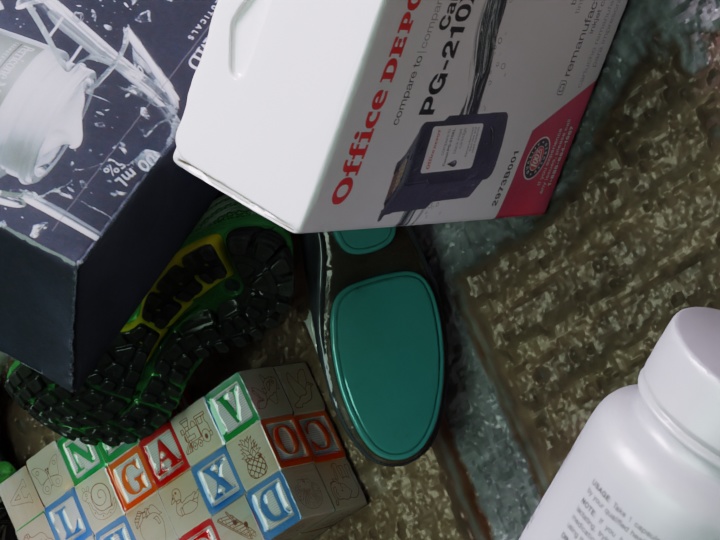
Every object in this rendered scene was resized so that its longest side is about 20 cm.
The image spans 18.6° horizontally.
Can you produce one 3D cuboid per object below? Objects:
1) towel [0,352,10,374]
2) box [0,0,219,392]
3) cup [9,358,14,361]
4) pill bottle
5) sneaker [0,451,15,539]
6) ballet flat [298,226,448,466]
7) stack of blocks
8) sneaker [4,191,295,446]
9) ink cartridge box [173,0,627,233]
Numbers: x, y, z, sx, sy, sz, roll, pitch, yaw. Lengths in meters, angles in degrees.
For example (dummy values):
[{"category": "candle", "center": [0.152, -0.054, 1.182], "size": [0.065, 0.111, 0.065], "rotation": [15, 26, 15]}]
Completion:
[{"category": "towel", "center": [-0.249, -0.023, 1.159], "size": [0.200, 0.034, 0.133], "rotation": [39, 95, -15]}, {"category": "box", "center": [-0.167, -0.084, 1.056], "size": [0.196, 0.200, 0.124], "rotation": [28, 149, 8]}, {"category": "cup", "center": [-0.266, -0.045, 1.253], "size": [0.200, 0.143, 0.201], "rotation": [1, 91, 48]}, {"category": "pill bottle", "center": [0.136, 0.124, 0.996], "size": [0.113, 0.113, 0.200], "rotation": [40, 117, 28]}, {"category": "sneaker", "center": [-0.244, 0.157, 1.305], "size": [0.085, 0.078, 0.201], "rotation": [-12, 86, 37]}, {"category": "ballet flat", "center": [0.000, 0.000, 1.126], "size": [0.073, 0.073, 0.201], "rotation": [-11, 90, 38]}, {"category": "stack of blocks", "center": [-0.102, 0.123, 1.213], "size": [0.200, 0.059, 0.115], "rotation": [-35, 72, 34]}, {"category": "sneaker", "center": [-0.107, 0.023, 1.158], "size": [0.200, 0.078, 0.085], "rotation": [-33, 29, 27]}, {"category": "ink cartridge box", "center": [0.026, -0.101, 1.007], "size": [0.084, 0.200, 0.145], "rotation": [32, 113, 31]}]
